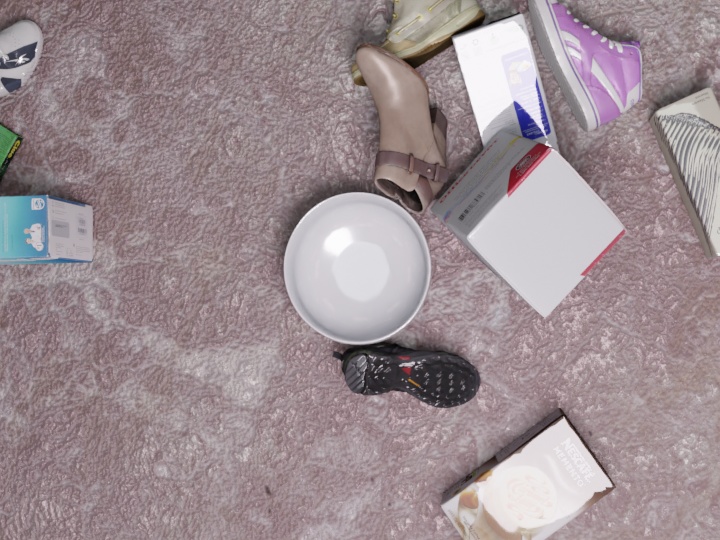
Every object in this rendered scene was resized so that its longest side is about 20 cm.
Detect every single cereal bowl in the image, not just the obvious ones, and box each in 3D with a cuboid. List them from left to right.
[{"bbox_3d":[0.000,0.000,1.308,0.196,0.083,0.205,-1,84,8],"label":"cereal bowl"}]

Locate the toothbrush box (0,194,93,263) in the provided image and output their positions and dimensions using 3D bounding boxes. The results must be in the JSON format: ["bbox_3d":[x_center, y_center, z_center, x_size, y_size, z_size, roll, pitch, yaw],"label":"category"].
[{"bbox_3d":[-0.491,-0.053,1.356,0.196,0.146,0.087,-2,87,9],"label":"toothbrush box"}]

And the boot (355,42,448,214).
[{"bbox_3d":[0.047,-0.176,1.265,0.199,0.070,0.148,37,59,-31],"label":"boot"}]

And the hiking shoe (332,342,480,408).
[{"bbox_3d":[0.064,0.127,1.300,0.196,0.101,0.077,12,103,-20],"label":"hiking shoe"}]

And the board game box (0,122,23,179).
[{"bbox_3d":[-0.601,-0.202,1.439,0.198,0.023,0.106,33,91,9],"label":"board game box"}]

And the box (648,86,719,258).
[{"bbox_3d":[0.448,-0.123,1.255,0.081,0.068,0.203,-24,85,7],"label":"box"}]

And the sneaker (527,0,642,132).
[{"bbox_3d":[0.302,-0.298,1.287,0.113,0.073,0.203,-27,95,3],"label":"sneaker"}]

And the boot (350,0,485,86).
[{"bbox_3d":[0.050,-0.355,1.322,0.198,0.072,0.157,-29,85,1],"label":"boot"}]

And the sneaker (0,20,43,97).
[{"bbox_3d":[-0.541,-0.295,1.369,0.198,0.130,0.080,-36,80,-5],"label":"sneaker"}]

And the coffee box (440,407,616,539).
[{"bbox_3d":[0.216,0.287,1.272,0.199,0.080,0.115,-38,84,6],"label":"coffee box"}]

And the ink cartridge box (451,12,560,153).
[{"bbox_3d":[0.194,-0.227,1.294,0.098,0.039,0.203,-16,105,7],"label":"ink cartridge box"}]

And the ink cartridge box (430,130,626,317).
[{"bbox_3d":[0.200,-0.065,1.210,0.144,0.200,0.146,42,95,-16],"label":"ink cartridge box"}]
